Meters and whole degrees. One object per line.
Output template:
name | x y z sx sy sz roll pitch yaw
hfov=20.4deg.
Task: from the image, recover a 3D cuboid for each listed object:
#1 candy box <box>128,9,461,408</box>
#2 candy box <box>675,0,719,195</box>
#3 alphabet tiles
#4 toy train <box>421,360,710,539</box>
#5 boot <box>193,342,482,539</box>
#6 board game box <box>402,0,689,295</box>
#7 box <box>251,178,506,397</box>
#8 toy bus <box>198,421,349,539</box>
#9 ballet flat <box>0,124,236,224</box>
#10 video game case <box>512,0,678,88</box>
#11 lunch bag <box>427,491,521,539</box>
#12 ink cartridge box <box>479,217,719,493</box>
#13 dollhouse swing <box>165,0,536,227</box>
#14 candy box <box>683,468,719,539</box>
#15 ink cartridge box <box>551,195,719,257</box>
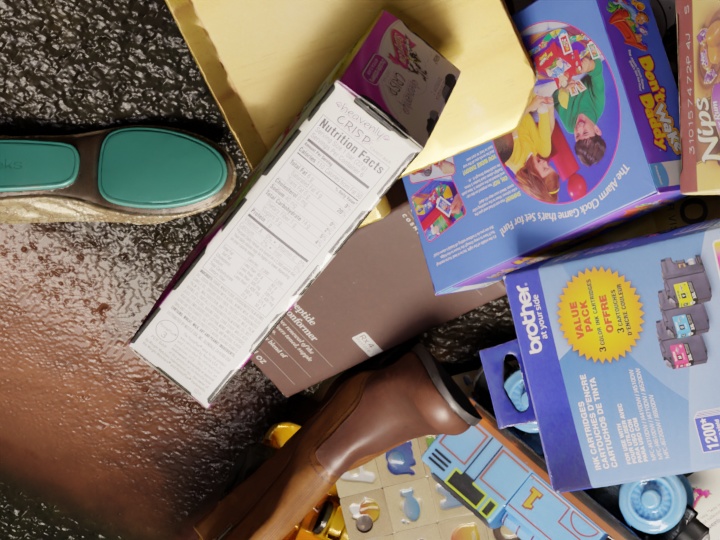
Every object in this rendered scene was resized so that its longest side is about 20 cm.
candy box | -0.035 -0.036 1.100 0.061 0.136 0.200 38 114 -6
candy box | 0.272 -0.100 1.134 0.199 0.117 0.056 -2 180 -29
alphabet tiles | 0.084 0.157 1.438 0.199 0.006 0.167 -14 85 6
toy train | 0.142 0.150 1.382 0.200 0.087 0.114 40 95 15
boot | -0.024 0.131 1.348 0.200 0.188 0.069 -42 110 -10
board game box | 0.103 -0.079 1.194 0.045 0.135 0.200 -9 169 -40
box | 0.000 0.000 1.366 0.200 0.075 0.100 -28 120 29
toy bus | -0.070 0.221 1.531 0.135 0.201 0.192 27 172 -11
ballet flat | -0.177 -0.061 1.366 0.199 0.071 0.065 4 159 11
video game case | 0.198 -0.142 1.225 0.199 0.036 0.182 -4 130 15
lunch bag | 0.113 0.257 1.498 0.200 0.124 0.170 27 95 -19
ink cartridge box | 0.169 0.049 1.156 0.199 0.076 0.137 -14 90 34
dollhouse swing | -0.014 -0.147 1.206 0.175 0.182 0.200 -28 107 -1
candy box | 0.297 0.184 1.463 0.200 0.061 0.136 33 129 -18
ink cartridge box | 0.192 0.001 1.208 0.199 0.047 0.198 -11 87 36
